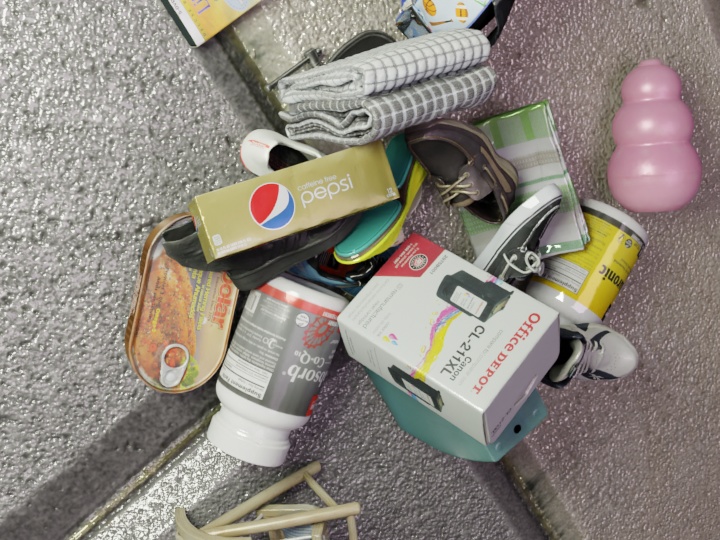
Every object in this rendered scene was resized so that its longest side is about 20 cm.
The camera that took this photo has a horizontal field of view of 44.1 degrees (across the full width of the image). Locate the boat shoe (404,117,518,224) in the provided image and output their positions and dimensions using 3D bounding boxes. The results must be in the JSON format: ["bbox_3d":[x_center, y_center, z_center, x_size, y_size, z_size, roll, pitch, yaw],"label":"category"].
[{"bbox_3d":[0.122,-0.109,1.015,0.199,0.074,0.074,24,60,-44],"label":"boat shoe"}]

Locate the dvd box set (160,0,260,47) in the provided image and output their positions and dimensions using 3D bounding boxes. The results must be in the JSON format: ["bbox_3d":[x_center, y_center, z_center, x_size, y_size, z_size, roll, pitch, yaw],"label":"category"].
[{"bbox_3d":[-0.137,-0.351,0.925,0.200,0.029,0.147,-40,117,-15],"label":"dvd box set"}]

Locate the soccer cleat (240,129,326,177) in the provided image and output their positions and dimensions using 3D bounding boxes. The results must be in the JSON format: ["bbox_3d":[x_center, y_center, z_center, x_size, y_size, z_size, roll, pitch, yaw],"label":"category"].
[{"bbox_3d":[-0.045,-0.098,1.002,0.199,0.085,0.069,28,88,-30],"label":"soccer cleat"}]

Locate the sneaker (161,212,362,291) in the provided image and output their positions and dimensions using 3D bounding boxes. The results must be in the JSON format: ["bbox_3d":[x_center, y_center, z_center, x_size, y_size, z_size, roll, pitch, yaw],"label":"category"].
[{"bbox_3d":[-0.102,-0.049,0.941,0.199,0.060,0.105,-31,123,4],"label":"sneaker"}]

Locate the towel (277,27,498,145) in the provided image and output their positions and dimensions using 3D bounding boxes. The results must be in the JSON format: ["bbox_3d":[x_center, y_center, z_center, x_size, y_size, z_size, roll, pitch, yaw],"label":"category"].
[{"bbox_3d":[0.022,-0.185,0.925,0.165,0.199,0.086,-24,107,-27],"label":"towel"}]

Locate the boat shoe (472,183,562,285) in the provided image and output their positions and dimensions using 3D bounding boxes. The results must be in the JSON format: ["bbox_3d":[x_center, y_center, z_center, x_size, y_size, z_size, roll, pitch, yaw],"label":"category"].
[{"bbox_3d":[0.192,-0.017,1.091,0.200,0.068,0.073,-52,159,27],"label":"boat shoe"}]

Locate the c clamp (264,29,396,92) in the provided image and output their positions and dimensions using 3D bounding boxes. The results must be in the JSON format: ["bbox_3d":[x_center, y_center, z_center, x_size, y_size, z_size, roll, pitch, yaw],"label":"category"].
[{"bbox_3d":[0.001,-0.187,1.044,0.171,0.027,0.201,-45,117,-17],"label":"c clamp"}]

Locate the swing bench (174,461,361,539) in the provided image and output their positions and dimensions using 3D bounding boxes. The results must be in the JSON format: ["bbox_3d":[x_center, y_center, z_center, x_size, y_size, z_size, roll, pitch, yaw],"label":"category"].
[{"bbox_3d":[-0.102,0.368,1.057,0.198,0.130,0.201,-15,109,-24],"label":"swing bench"}]

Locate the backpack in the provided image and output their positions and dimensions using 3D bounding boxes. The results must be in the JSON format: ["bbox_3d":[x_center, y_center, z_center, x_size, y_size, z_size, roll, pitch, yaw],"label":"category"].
[{"bbox_3d":[0.126,-0.335,0.978,0.154,0.190,0.200,40,82,-13],"label":"backpack"}]

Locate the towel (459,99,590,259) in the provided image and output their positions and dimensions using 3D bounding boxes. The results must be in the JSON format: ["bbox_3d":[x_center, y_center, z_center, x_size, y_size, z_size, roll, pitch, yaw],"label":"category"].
[{"bbox_3d":[0.192,-0.099,1.115,0.148,0.031,0.201,-16,113,15],"label":"towel"}]

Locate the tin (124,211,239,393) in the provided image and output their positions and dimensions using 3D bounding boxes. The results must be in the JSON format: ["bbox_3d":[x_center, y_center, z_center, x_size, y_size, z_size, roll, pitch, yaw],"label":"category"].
[{"bbox_3d":[-0.195,0.035,0.982,0.111,0.042,0.202,11,96,-26],"label":"tin"}]

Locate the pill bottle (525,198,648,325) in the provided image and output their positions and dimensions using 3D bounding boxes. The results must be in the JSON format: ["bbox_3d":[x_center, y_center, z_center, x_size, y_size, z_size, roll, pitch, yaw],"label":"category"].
[{"bbox_3d":[0.291,0.014,1.193,0.111,0.111,0.201,32,87,-30],"label":"pill bottle"}]

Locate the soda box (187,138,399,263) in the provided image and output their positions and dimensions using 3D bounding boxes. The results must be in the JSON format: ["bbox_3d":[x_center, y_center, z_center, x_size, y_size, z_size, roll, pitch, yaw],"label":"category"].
[{"bbox_3d":[-0.066,-0.069,0.886,0.199,0.068,0.065,-20,93,-17],"label":"soda box"}]

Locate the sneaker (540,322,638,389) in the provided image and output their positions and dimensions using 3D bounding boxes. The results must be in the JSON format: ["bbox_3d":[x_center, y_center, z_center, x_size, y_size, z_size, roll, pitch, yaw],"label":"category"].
[{"bbox_3d":[0.263,0.108,1.082,0.198,0.130,0.080,21,103,-12],"label":"sneaker"}]

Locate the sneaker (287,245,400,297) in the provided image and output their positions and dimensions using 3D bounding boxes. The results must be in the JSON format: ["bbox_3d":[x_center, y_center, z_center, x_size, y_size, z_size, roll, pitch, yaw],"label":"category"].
[{"bbox_3d":[0.000,0.000,1.046,0.199,0.090,0.079,10,97,-33],"label":"sneaker"}]

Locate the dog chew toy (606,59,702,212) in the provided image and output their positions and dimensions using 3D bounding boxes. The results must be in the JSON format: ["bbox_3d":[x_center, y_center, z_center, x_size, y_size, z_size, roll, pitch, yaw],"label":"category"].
[{"bbox_3d":[0.395,-0.182,1.202,0.124,0.124,0.202,-7,97,-26],"label":"dog chew toy"}]

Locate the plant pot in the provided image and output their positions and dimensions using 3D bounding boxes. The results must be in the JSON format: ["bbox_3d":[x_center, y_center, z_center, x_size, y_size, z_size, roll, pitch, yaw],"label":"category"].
[{"bbox_3d":[0.121,0.136,1.080,0.141,0.200,0.142,-38,116,-15],"label":"plant pot"}]

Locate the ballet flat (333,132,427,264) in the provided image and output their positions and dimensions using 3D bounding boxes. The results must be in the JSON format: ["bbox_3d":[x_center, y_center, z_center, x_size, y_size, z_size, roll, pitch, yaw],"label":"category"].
[{"bbox_3d":[0.034,-0.069,1.008,0.201,0.066,0.067,-64,143,-32],"label":"ballet flat"}]

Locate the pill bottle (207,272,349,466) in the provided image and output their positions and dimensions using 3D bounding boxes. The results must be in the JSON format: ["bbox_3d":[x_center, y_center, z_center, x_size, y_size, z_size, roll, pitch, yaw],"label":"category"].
[{"bbox_3d":[-0.096,0.109,1.007,0.115,0.116,0.202,19,93,-30],"label":"pill bottle"}]

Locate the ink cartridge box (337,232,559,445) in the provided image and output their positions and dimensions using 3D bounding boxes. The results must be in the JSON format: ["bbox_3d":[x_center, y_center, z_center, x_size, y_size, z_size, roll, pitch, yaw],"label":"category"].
[{"bbox_3d":[0.099,0.070,0.972,0.146,0.199,0.083,-48,149,-21],"label":"ink cartridge box"}]
